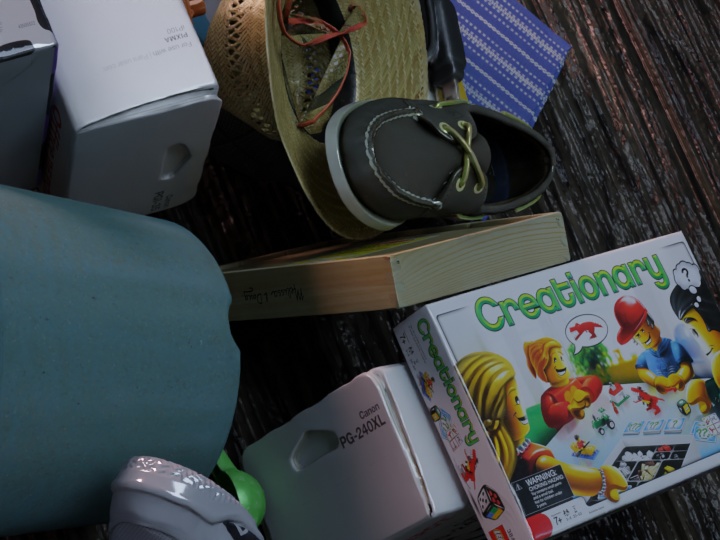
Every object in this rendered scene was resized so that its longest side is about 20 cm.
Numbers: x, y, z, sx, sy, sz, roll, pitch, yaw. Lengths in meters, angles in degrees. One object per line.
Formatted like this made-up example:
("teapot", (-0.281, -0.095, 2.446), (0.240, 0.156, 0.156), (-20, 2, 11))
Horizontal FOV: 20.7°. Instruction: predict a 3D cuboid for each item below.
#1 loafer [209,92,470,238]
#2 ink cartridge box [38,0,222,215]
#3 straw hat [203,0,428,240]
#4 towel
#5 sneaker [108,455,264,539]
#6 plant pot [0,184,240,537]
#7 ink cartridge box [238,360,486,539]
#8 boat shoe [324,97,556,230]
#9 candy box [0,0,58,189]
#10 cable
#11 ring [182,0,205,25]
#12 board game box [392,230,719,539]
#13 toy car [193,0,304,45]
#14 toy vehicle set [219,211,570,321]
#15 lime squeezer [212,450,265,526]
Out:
("loafer", (-0.009, -0.068, 1.183), (0.199, 0.072, 0.063), (30, 45, -13))
("ink cartridge box", (-0.154, -0.140, 1.058), (0.082, 0.147, 0.201), (-18, 73, -18))
("straw hat", (-0.040, -0.116, 1.090), (0.201, 0.084, 0.203), (4, 85, -64))
("towel", (0.053, -0.129, 1.299), (0.144, 0.024, 0.201), (38, 46, -8))
("sneaker", (-0.091, 0.184, 0.895), (0.074, 0.201, 0.115), (11, 45, 17))
("plant pot", (-0.175, 0.043, 0.925), (0.195, 0.200, 0.202), (5, 60, -43))
("ink cartridge box", (0.056, 0.099, 1.072), (0.199, 0.145, 0.084), (-10, 73, -39))
("boat shoe", (0.046, -0.062, 1.089), (0.201, 0.060, 0.073), (0, 80, -63))
("candy box", (-0.224, -0.152, 1.004), (0.071, 0.168, 0.201), (-19, 74, -19))
("cable", (0.028, -0.176, 1.249), (0.097, 0.050, 0.202), (17, 55, -46))
("ring", (-0.123, -0.188, 1.092), (0.019, 0.201, 0.202), (-20, 74, -15))
("board game box", (0.121, 0.060, 1.018), (0.199, 0.035, 0.127), (-15, 75, -40))
("toy car", (-0.098, -0.252, 1.202), (0.198, 0.178, 0.184), (22, 32, 14))
("toy vehicle set", (0.000, 0.000, 1.061), (0.123, 0.199, 0.027), (-14, 95, -38))
("lime squeezer", (-0.086, 0.136, 1.023), (0.070, 0.038, 0.201), (26, 52, -20))
